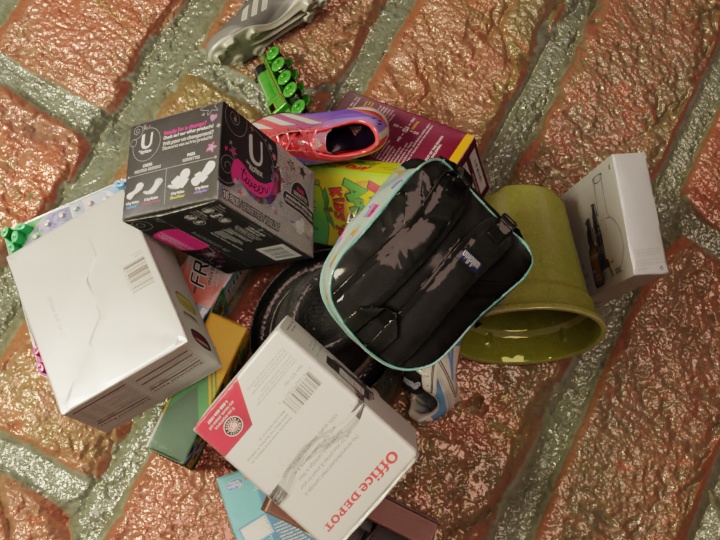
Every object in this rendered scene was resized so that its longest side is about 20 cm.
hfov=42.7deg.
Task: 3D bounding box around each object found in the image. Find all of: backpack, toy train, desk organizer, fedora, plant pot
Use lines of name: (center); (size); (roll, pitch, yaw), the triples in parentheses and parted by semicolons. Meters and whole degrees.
backpack: (0.054, 0.000, 0.980); (0.176, 0.153, 0.201); (43, 80, -15)
toy train: (-0.097, -0.222, 1.202); (0.056, 0.042, 0.201); (-39, 46, 15)
desk organizer: (-0.013, 0.287, 1.080); (0.198, 0.072, 0.078); (27, 75, -4)
fedora: (-0.040, 0.058, 1.080); (0.197, 0.092, 0.204); (0, 71, -1)
plant pot: (0.205, 0.000, 1.182); (0.197, 0.201, 0.187); (4, 66, -8)

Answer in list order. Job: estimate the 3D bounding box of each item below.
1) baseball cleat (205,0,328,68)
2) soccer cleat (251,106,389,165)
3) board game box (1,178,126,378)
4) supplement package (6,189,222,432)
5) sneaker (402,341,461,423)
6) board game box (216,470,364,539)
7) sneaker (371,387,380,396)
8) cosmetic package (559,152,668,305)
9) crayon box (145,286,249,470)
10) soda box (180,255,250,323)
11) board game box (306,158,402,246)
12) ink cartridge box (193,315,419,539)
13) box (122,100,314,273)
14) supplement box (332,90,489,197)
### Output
baseball cleat: (-0.141, -0.355, 1.265); (0.199, 0.070, 0.107); (-32, 70, -19)
soccer cleat: (-0.064, -0.154, 1.093); (0.196, 0.073, 0.069); (-7, 106, 5)
board game box: (-0.327, 0.001, 1.125); (0.197, 0.026, 0.202); (-22, 74, 2)
supplement package: (-0.271, 0.046, 1.023); (0.154, 0.111, 0.202); (-29, 68, 0)
sneaker: (0.081, 0.104, 1.119); (0.071, 0.202, 0.072); (24, 46, 39)
board game box: (-0.075, 0.324, 1.121); (0.149, 0.047, 0.203); (-17, 81, -14)
sneaker: (-0.073, 0.170, 1.145); (0.196, 0.077, 0.080); (-5, 107, -3)
cosmetic package: (0.317, -0.046, 1.192); (0.051, 0.200, 0.153); (-3, 77, -11)
crayon box: (-0.183, 0.133, 1.104); (0.051, 0.126, 0.202); (22, 75, 1)
soda box: (-0.173, -0.017, 1.169); (0.063, 0.069, 0.202); (29, 74, 7)
board game box: (-0.005, -0.081, 1.126); (0.047, 0.198, 0.103); (-28, 120, -44)
ink cartridge box: (-0.054, 0.173, 0.993); (0.200, 0.083, 0.146); (42, 97, -3)
box: (-0.150, -0.087, 1.033); (0.130, 0.200, 0.117); (-9, 70, 25)
supplement box: (0.053, -0.137, 1.172); (0.198, 0.111, 0.086); (26, 71, 30)
